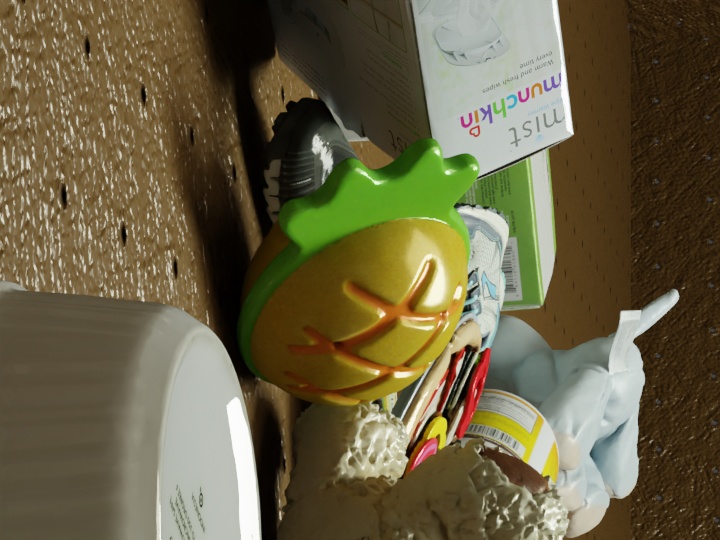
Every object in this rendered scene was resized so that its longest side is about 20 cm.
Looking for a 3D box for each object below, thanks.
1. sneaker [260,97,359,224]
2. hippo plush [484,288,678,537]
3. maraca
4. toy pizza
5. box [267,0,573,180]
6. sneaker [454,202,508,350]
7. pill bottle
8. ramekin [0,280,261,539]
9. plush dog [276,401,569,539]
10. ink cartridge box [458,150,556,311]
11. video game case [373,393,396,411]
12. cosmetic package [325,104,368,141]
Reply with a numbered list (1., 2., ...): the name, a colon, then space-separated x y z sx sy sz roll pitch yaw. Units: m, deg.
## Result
1. sneaker: 0.001 -0.017 1.522 0.067 0.090 0.201 -53 147 -36
2. hippo plush: 0.135 0.101 2.101 0.159 0.160 0.201 -21 125 -55
3. maraca: 0.000 0.000 1.404 0.107 0.137 0.200 58 -26 28
4. toy pizza: 0.037 0.122 1.633 0.201 0.032 0.200 -62 168 -23
5. box: 0.020 -0.168 1.455 0.200 0.096 0.177 42 -29 50
6. sneaker: 0.078 0.015 2.007 0.200 0.077 0.087 66 26 -62
7. pill bottle: 0.087 0.152 1.918 0.200 0.109 0.110 -49 135 -75
8. ramekin: -0.098 0.101 0.969 0.202 0.094 0.204 -4 90 -80
9. plush dog: 0.033 0.183 1.456 0.161 0.200 0.172 -54 126 -17
10. ink cartridge box: 0.125 -0.060 2.290 0.200 0.075 0.149 -60 144 -74
11. video game case: -0.002 0.068 1.700 0.182 0.023 0.201 18 68 -79
12. cosmetic package: -0.008 -0.184 1.668 0.083 0.050 0.201 -79 163 -46
